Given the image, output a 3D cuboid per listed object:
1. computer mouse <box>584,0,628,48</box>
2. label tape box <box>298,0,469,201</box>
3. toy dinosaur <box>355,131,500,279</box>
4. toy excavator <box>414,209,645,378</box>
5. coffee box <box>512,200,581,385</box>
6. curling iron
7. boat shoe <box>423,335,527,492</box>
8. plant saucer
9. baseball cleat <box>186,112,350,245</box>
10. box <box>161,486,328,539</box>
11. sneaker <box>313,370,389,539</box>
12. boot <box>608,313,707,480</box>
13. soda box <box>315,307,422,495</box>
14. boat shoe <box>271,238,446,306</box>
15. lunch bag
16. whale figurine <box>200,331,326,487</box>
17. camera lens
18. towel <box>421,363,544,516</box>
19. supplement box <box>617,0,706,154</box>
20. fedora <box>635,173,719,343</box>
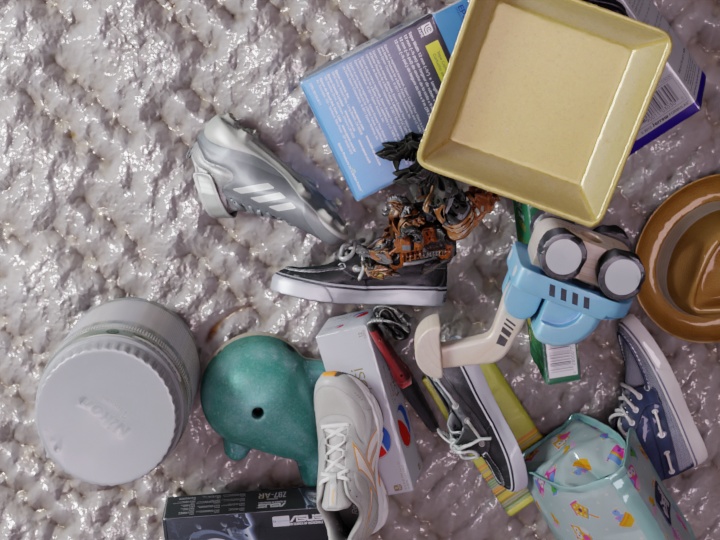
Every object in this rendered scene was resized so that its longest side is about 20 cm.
[{"bbox_3d":[0.192,-0.211,1.271,0.138,0.046,0.202,16,128,-2],"label":"computer mouse"},{"bbox_3d":[0.051,-0.186,1.348,0.198,0.066,0.145,-27,103,1],"label":"label tape box"},{"bbox_3d":[0.079,-0.073,1.311,0.199,0.102,0.137,-40,119,-19],"label":"toy dinosaur"},{"bbox_3d":[0.170,0.038,1.267,0.191,0.100,0.203,18,109,-6],"label":"toy excavator"},{"bbox_3d":[0.204,0.011,1.365,0.043,0.123,0.204,-8,101,1],"label":"coffee box"},{"bbox_3d":[0.054,0.116,1.392,0.049,0.026,0.202,-3,131,23],"label":"curling iron"},{"bbox_3d":[0.124,0.173,1.390,0.067,0.074,0.201,-31,115,-12],"label":"boat shoe"},{"bbox_3d":[0.176,-0.170,1.217,0.197,0.049,0.203,18,107,-4],"label":"plant saucer"},{"bbox_3d":[-0.105,-0.078,1.360,0.200,0.070,0.107,44,106,10],"label":"baseball cleat"},{"bbox_3d":[-0.123,0.335,1.448,0.196,0.044,0.163,-3,115,-1],"label":"box"},{"bbox_3d":[-0.017,0.211,1.348,0.074,0.092,0.203,-5,106,23],"label":"sneaker"},{"bbox_3d":[0.319,0.155,1.423,0.089,0.073,0.202,-28,102,-1],"label":"boot"},{"bbox_3d":[0.012,0.151,1.410,0.063,0.068,0.203,-13,103,16],"label":"soda box"},{"bbox_3d":[0.001,0.000,1.374,0.195,0.074,0.069,3,95,-4],"label":"boat shoe"},{"bbox_3d":[0.282,0.264,1.374,0.121,0.200,0.172,-34,101,-14],"label":"lunch bag"},{"bbox_3d":[-0.091,0.165,1.398,0.159,0.104,0.200,-40,106,6],"label":"whale figurine"},{"bbox_3d":[-0.256,0.125,1.334,0.157,0.200,0.163,0,102,-2],"label":"camera lens"},{"bbox_3d":[0.157,0.184,1.455,0.085,0.018,0.201,-33,100,0],"label":"towel"},{"bbox_3d":[0.264,-0.239,1.308,0.101,0.104,0.201,-32,104,31],"label":"supplement box"},{"bbox_3d":[0.405,-0.006,1.386,0.197,0.082,0.204,0,102,-1],"label":"fedora"}]
